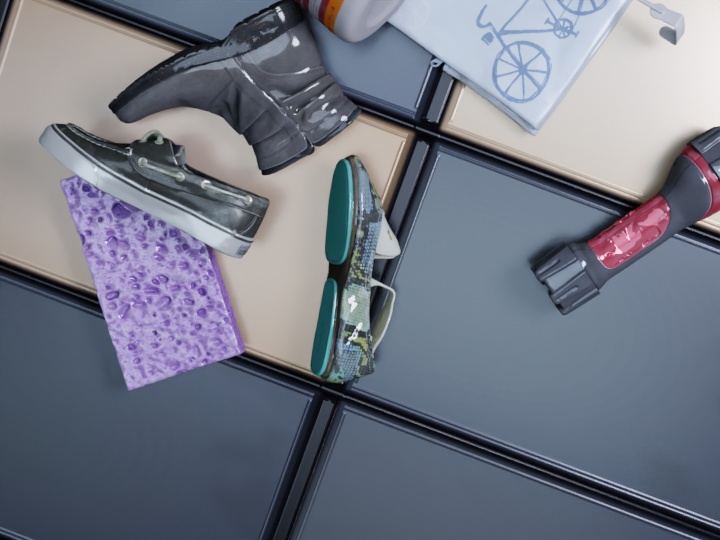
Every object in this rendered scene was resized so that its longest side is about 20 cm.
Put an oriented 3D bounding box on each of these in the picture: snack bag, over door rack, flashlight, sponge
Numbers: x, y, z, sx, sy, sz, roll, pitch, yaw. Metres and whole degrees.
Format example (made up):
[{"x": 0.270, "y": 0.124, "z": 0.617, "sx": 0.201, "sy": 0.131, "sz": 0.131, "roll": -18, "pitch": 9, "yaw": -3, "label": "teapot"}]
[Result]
[{"x": 0.125, "y": -0.248, "z": 1.023, "sx": 0.200, "sy": 0.021, "sz": 0.189, "roll": 35, "pitch": 98, "yaw": 2, "label": "snack bag"}, {"x": 0.219, "y": -0.305, "z": 0.968, "sx": 0.200, "sy": 0.067, "sz": 0.148, "roll": 34, "pitch": 86, "yaw": 2, "label": "over door rack"}, {"x": 0.239, "y": -0.042, "z": 1.016, "sx": 0.200, "sy": 0.068, "sz": 0.068, "roll": -34, "pitch": 95, "yaw": 7, "label": "flashlight"}, {"x": -0.186, "y": -0.003, "z": 1.072, "sx": 0.111, "sy": 0.030, "sz": 0.201, "roll": -17, "pitch": 95, "yaw": 5, "label": "sponge"}]

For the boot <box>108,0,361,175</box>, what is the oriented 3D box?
[{"x": -0.111, "y": -0.137, "z": 1.034, "sx": 0.199, "sy": 0.070, "sz": 0.132, "roll": -22, "pitch": 108, "yaw": 18, "label": "boot"}]

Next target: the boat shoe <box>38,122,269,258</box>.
[{"x": -0.174, "y": -0.084, "z": 1.016, "sx": 0.199, "sy": 0.071, "sz": 0.064, "roll": 28, "pitch": 98, "yaw": -7, "label": "boat shoe"}]

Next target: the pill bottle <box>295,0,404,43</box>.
[{"x": -0.048, "y": -0.290, "z": 0.978, "sx": 0.200, "sy": 0.113, "sz": 0.113, "roll": 41, "pitch": 98, "yaw": 7, "label": "pill bottle"}]

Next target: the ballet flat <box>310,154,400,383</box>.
[{"x": 0.000, "y": 0.000, "z": 1.049, "sx": 0.074, "sy": 0.074, "sz": 0.201, "roll": 9, "pitch": 100, "yaw": 3, "label": "ballet flat"}]
